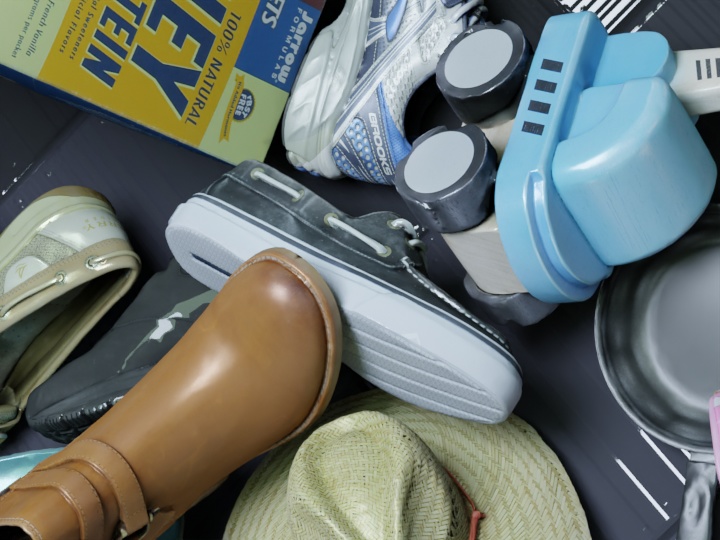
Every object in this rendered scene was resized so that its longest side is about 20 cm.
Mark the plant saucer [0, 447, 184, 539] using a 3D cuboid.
[{"bbox_3d":[-0.180,0.161,1.139,0.199,0.200,0.036,1,122,26],"label":"plant saucer"}]

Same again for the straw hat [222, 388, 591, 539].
[{"bbox_3d":[0.007,0.115,1.044,0.199,0.085,0.202,-8,53,11],"label":"straw hat"}]

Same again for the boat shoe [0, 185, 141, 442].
[{"bbox_3d":[-0.190,0.047,1.193,0.201,0.073,0.063,-47,49,13],"label":"boat shoe"}]

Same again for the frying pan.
[{"bbox_3d":[0.175,0.063,1.046,0.114,0.031,0.191,-20,82,26],"label":"frying pan"}]

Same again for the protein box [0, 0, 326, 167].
[{"bbox_3d":[-0.154,-0.160,1.131,0.198,0.199,0.136,22,90,45],"label":"protein box"}]

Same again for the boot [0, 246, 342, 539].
[{"bbox_3d":[-0.103,0.078,1.031,0.077,0.155,0.200,54,133,8],"label":"boot"}]

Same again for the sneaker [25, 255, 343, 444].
[{"bbox_3d":[-0.084,0.029,1.163,0.199,0.076,0.091,-24,63,10],"label":"sneaker"}]

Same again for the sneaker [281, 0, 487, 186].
[{"bbox_3d":[0.034,-0.134,1.142,0.085,0.077,0.201,20,96,18],"label":"sneaker"}]

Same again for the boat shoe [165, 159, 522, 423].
[{"bbox_3d":[0.000,0.000,1.066,0.199,0.072,0.071,29,66,23],"label":"boat shoe"}]

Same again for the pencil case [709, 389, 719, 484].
[{"bbox_3d":[0.248,0.068,0.972,0.199,0.087,0.083,-17,106,14],"label":"pencil case"}]

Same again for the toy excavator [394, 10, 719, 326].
[{"bbox_3d":[0.140,-0.075,1.040,0.199,0.100,0.195,-3,51,32],"label":"toy excavator"}]
